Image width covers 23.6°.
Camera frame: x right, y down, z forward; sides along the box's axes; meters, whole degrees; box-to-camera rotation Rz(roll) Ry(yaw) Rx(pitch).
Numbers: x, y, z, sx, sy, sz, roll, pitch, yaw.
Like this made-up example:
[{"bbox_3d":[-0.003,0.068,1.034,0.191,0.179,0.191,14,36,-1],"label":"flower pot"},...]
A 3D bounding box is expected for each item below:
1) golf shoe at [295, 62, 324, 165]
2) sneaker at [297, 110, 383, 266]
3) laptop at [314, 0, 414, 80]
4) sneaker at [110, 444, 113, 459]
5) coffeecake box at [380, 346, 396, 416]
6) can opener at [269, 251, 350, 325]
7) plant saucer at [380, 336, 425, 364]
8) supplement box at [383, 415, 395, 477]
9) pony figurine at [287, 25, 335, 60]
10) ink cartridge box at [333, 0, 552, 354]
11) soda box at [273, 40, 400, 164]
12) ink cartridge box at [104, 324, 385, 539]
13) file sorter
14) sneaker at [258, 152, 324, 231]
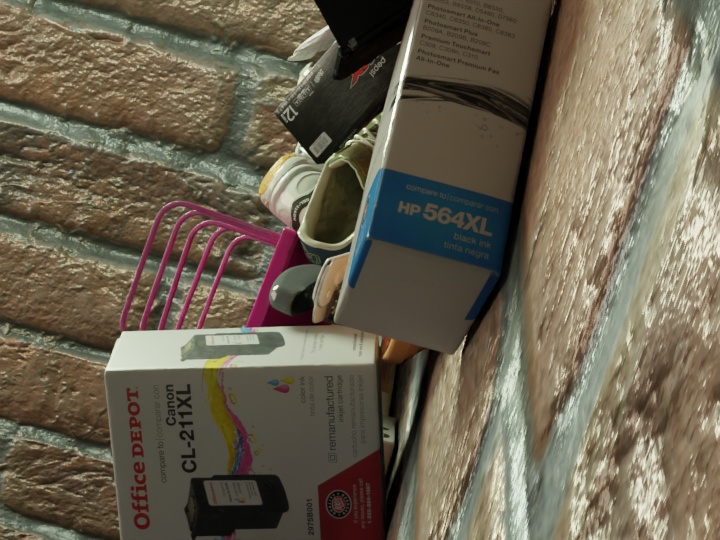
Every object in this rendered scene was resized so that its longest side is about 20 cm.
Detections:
[{"bbox_3d":[-0.032,-0.093,1.580,0.078,0.097,0.201,37,155,46],"label":"golf shoe"},{"bbox_3d":[0.016,-0.084,1.406,0.201,0.067,0.090,-58,-27,2],"label":"sneaker"},{"bbox_3d":[0.033,-0.226,1.129,0.177,0.104,0.200,-33,0,-3],"label":"laptop"},{"bbox_3d":[-0.159,0.158,1.393,0.077,0.083,0.201,-91,1,-71],"label":"sneaker"},{"bbox_3d":[-0.029,0.181,1.526,0.154,0.073,0.201,-77,2,-66],"label":"coffeecake box"},{"bbox_3d":[0.000,0.000,1.358,0.200,0.066,0.053,-15,-56,-61],"label":"can opener"},{"bbox_3d":[0.055,-0.027,1.251,0.200,0.037,0.202,-167,90,-87],"label":"plant saucer"},{"bbox_3d":[-0.055,0.205,1.392,0.074,0.125,0.201,-84,7,-77],"label":"supplement box"},{"bbox_3d":[0.042,-0.249,1.543,0.193,0.166,0.202,-23,66,54],"label":"pony figurine"},{"bbox_3d":[0.051,-0.072,1.049,0.146,0.084,0.201,109,175,-68],"label":"ink cartridge box"},{"bbox_3d":[0.021,-0.180,1.443,0.200,0.063,0.071,-46,-15,24],"label":"soda box"},{"bbox_3d":[-0.083,0.123,1.278,0.083,0.198,0.147,-84,-8,-71],"label":"ink cartridge box"},{"bbox_3d":[-0.108,0.028,1.500,0.200,0.125,0.140,32,-101,-75],"label":"file sorter"},{"bbox_3d":[-0.003,-0.039,1.535,0.088,0.199,0.076,46,112,37],"label":"sneaker"}]
